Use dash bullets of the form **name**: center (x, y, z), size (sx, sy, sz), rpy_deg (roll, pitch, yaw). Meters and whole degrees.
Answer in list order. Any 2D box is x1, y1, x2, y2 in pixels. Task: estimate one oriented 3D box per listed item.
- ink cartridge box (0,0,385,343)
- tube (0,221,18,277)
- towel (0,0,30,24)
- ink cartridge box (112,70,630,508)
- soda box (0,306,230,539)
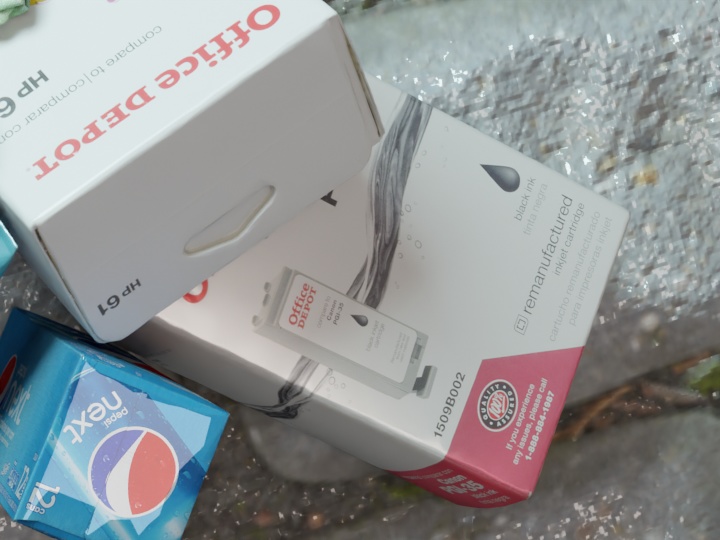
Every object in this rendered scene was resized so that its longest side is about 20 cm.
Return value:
- **ink cartridge box**: center (-0.108, -0.088, 0.868), size (0.144, 0.200, 0.085), rpy_deg (-37, 144, -12)
- **tube**: center (-0.187, 0.024, 0.865), size (0.050, 0.200, 0.078), rpy_deg (-24, 66, -44)
- **towel**: center (-0.230, -0.146, 0.857), size (0.198, 0.023, 0.154), rpy_deg (-10, 62, 5)
- **ink cartridge box**: center (0.000, 0.000, 0.959), size (0.199, 0.083, 0.147), rpy_deg (26, 76, -17)
- **soda box**: center (-0.114, 0.065, 0.878), size (0.064, 0.200, 0.068), rpy_deg (23, 87, -17)
